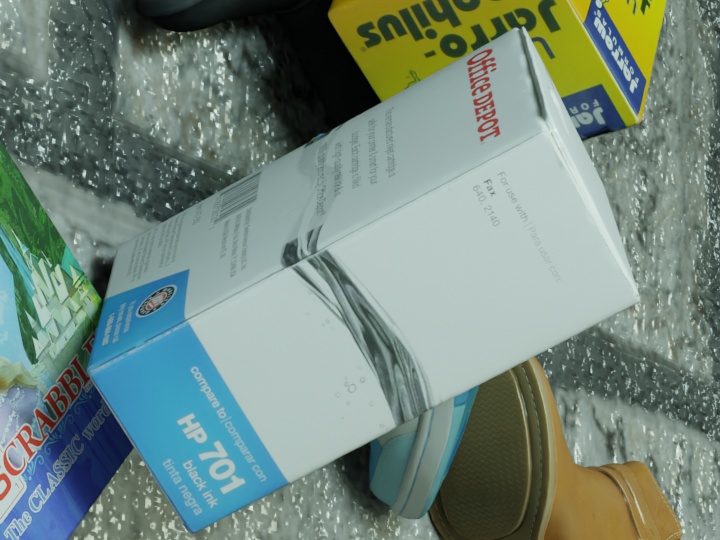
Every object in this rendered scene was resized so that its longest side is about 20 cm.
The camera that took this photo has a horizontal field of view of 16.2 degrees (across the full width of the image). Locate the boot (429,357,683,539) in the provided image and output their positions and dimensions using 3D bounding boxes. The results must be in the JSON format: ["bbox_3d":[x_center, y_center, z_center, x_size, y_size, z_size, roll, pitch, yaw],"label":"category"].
[{"bbox_3d":[0.111,0.117,1.277,0.155,0.076,0.201,-21,100,-51],"label":"boot"}]

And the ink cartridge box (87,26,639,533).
[{"bbox_3d":[0.000,0.000,1.006,0.086,0.199,0.147,60,10,-18],"label":"ink cartridge box"}]

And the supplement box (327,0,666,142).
[{"bbox_3d":[0.074,-0.151,1.183,0.110,0.108,0.201,55,32,-29],"label":"supplement box"}]

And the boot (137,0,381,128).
[{"bbox_3d":[-0.014,-0.088,1.184,0.165,0.065,0.201,-51,126,-43],"label":"boot"}]

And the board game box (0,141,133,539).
[{"bbox_3d":[-0.179,0.039,0.948,0.200,0.041,0.200,59,41,-25],"label":"board game box"}]

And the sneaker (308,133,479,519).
[{"bbox_3d":[-0.004,0.019,1.162,0.080,0.130,0.201,-63,167,-54],"label":"sneaker"}]
